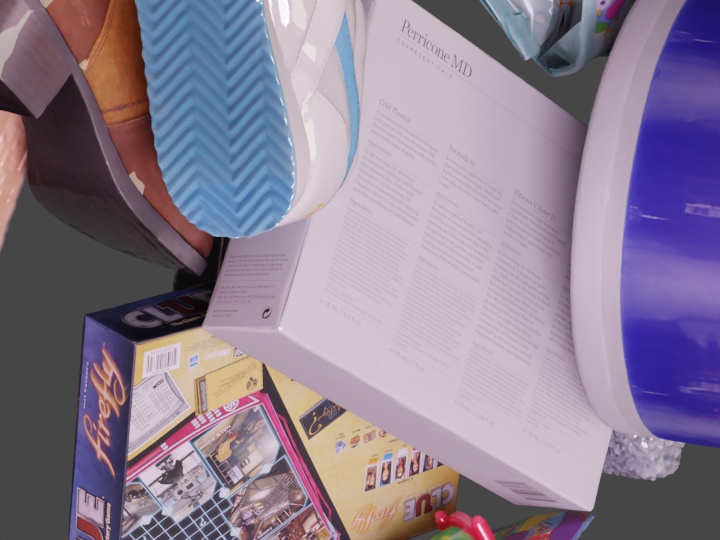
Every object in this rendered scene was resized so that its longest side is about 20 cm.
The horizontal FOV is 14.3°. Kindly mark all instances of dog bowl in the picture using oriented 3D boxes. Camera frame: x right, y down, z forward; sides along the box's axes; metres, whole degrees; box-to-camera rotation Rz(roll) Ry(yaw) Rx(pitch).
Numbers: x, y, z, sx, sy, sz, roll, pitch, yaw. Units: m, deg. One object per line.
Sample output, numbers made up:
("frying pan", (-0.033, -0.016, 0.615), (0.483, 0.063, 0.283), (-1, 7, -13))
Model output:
("dog bowl", (0.159, -0.025, 1.201), (0.200, 0.078, 0.201), (9, 90, -67))

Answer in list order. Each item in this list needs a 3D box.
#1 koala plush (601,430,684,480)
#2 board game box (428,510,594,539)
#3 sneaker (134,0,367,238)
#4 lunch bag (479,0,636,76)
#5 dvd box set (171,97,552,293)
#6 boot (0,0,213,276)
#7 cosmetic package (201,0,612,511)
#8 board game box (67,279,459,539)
("koala plush", (0.221, 0.023, 1.378), (0.177, 0.199, 0.185), (-21, 124, -39))
("board game box", (0.007, 0.136, 1.197), (0.039, 0.157, 0.200), (61, 29, -7))
("sneaker", (-0.040, -0.117, 1.055), (0.081, 0.076, 0.201), (-21, 112, -64))
("lunch bag", (0.107, -0.203, 1.205), (0.170, 0.122, 0.201), (-41, 129, -28))
("dvd box set", (0.000, 0.000, 1.255), (0.199, 0.029, 0.147), (-12, 117, -44))
("boot", (-0.071, -0.118, 1.115), (0.188, 0.068, 0.201), (48, 64, -40))
("cosmetic package", (0.038, -0.006, 1.182), (0.200, 0.052, 0.152), (32, 69, -39))
("board game box", (-0.034, 0.065, 1.203), (0.199, 0.035, 0.136), (-14, 119, -42))
